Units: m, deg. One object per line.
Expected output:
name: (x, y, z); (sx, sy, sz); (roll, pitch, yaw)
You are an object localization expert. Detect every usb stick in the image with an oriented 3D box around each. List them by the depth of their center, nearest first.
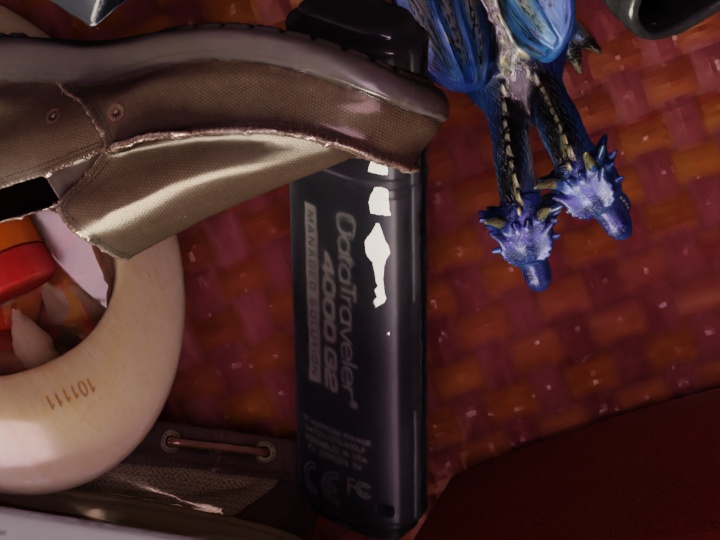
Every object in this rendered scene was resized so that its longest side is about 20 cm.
usb stick: (0.000, 0.000, 0.995); (0.055, 0.033, 0.201); (20, 125, 34)

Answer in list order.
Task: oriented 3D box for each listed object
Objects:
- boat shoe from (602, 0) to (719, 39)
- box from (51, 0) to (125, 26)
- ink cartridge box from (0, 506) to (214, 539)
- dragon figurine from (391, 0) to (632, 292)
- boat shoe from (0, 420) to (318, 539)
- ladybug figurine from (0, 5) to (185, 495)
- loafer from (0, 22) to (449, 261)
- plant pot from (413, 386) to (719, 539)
boat shoe: (0.162, -0.143, 0.971); (0.199, 0.066, 0.070); (-29, 138, 10)
box: (-0.107, -0.222, 0.907); (0.196, 0.124, 0.201); (32, 124, 7)
ink cartridge box: (-0.093, 0.116, 1.020); (0.199, 0.174, 0.044); (8, 80, 4)
dragon figurine: (0.042, -0.096, 0.986); (0.059, 0.099, 0.201); (-20, 103, 7)
boat shoe: (-0.109, 0.062, 1.058); (0.199, 0.072, 0.072); (15, 74, 0)
ladybug figurine: (-0.137, -0.009, 1.008); (0.135, 0.072, 0.201); (-23, 73, -14)
loafer: (-0.062, -0.037, 0.929); (0.199, 0.073, 0.071); (1, 84, 31)
plant pot: (0.109, 0.152, 1.008); (0.175, 0.200, 0.201); (-3, 104, 15)
